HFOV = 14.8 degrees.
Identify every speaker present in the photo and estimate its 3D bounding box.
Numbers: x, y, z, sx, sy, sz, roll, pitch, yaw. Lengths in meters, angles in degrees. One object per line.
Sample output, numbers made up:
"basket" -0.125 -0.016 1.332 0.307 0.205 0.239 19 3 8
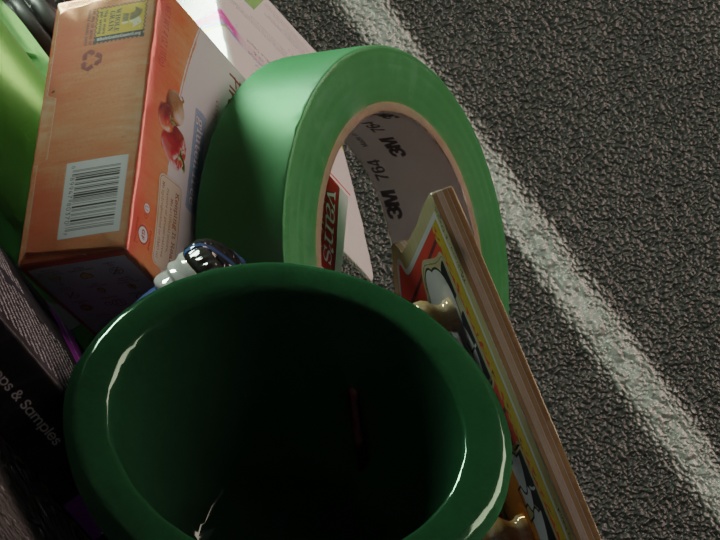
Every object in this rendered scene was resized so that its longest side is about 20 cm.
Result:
"speaker" -0.170 -0.058 1.277 0.200 0.088 0.088 54 1 -16

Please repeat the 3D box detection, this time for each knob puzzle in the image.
"knob puzzle" 0.044 0.080 1.153 0.220 0.030 0.220 161 -90 -78

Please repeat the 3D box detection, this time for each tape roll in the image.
"tape roll" 0.000 0.000 1.253 0.200 0.048 0.200 14 74 -58

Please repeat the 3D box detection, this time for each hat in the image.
"hat" -0.026 0.125 1.083 0.176 0.166 0.200 94 -26 -45

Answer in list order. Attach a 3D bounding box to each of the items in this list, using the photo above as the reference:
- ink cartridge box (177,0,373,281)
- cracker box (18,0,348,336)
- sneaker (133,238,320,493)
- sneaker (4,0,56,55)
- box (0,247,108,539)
"ink cartridge box" -0.063 -0.071 1.453 0.117 0.067 0.200 46 19 -37
"cracker box" -0.074 -0.019 1.250 0.200 0.058 0.134 48 40 -53
"sneaker" -0.029 0.084 1.139 0.200 0.077 0.076 52 9 -2
"sneaker" -0.171 -0.080 1.632 0.200 0.099 0.071 55 -2 -33
"box" -0.159 0.006 1.087 0.200 0.036 0.143 55 -1 -32
